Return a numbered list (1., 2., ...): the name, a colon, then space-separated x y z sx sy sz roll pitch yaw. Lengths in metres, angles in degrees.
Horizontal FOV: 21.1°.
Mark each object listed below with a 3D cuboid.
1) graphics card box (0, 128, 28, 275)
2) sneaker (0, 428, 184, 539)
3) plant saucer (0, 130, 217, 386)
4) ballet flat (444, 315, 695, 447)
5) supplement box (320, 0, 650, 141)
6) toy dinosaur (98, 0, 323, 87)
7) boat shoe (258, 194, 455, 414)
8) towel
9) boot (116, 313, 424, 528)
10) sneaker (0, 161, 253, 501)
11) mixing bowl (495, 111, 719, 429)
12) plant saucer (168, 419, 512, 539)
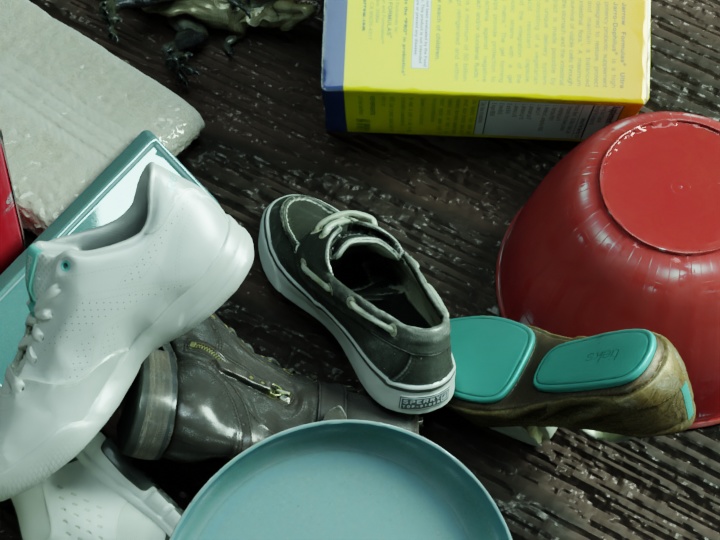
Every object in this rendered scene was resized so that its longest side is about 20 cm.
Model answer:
1. graphics card box: -0.296 -0.082 1.169 0.199 0.126 0.051 34 62 19
2. sneaker: -0.133 0.149 1.060 0.200 0.074 0.080 38 78 27
3. plant saucer: -0.165 0.001 1.160 0.070 0.019 0.200 46 62 -10
4. ballet flat: 0.110 0.068 1.091 0.199 0.072 0.068 -3 46 48
5. supplement box: 0.076 -0.147 1.207 0.198 0.109 0.111 3 81 1
6. toy dinosaur: -0.127 -0.173 1.280 0.198 0.048 0.088 17 43 11
7. boat shoe: 0.000 0.000 1.129 0.070 0.064 0.200 -16 39 -24
8. towel: -0.215 -0.100 1.238 0.199 0.035 0.133 33 63 18
9. boot: -0.049 0.071 1.104 0.172 0.070 0.201 14 29 -12
10. sneaker: -0.153 0.028 1.014 0.200 0.088 0.075 -47 28 -1
11. mixing bowl: 0.183 -0.018 1.142 0.198 0.109 0.202 0 57 -1
12. plant saucer: -0.013 0.177 1.002 0.198 0.027 0.202 0 92 -15
